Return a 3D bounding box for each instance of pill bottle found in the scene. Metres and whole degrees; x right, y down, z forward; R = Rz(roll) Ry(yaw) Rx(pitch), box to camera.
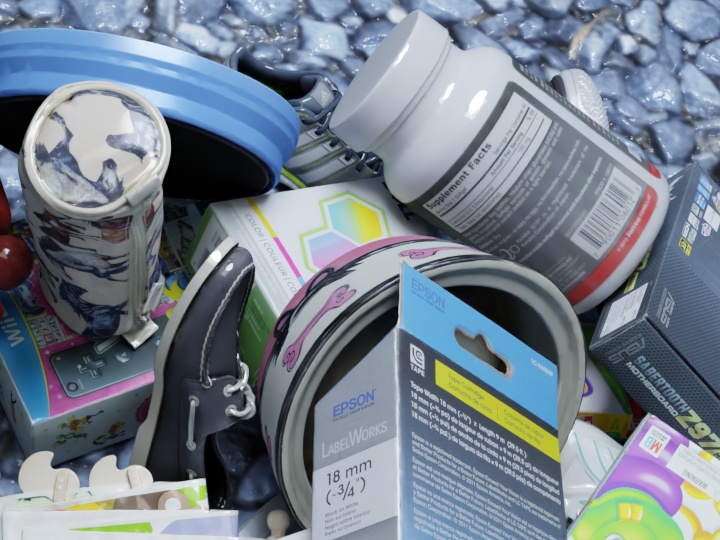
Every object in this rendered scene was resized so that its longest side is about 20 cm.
[{"bbox_3d":[0.087,-0.070,1.004,0.200,0.116,0.116,36,54,-12],"label":"pill bottle"}]

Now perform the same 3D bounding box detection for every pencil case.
[{"bbox_3d":[-0.146,-0.029,0.896,0.089,0.200,0.078,37,67,8],"label":"pencil case"}]

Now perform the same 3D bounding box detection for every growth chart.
[{"bbox_3d":[-0.135,0.180,0.903,0.200,0.018,0.145,6,73,7],"label":"growth chart"}]

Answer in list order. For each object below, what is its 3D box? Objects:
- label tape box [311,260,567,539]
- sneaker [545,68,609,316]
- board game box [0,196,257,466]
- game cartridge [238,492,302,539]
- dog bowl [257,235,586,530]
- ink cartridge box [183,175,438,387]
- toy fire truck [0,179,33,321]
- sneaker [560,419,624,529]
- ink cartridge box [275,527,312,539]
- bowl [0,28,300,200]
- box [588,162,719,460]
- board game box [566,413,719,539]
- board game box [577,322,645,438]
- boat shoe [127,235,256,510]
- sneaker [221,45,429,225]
[{"bbox_3d":[0.044,0.117,0.827,0.144,0.063,0.200,34,42,-37],"label":"label tape box"},{"bbox_3d":[0.131,-0.044,1.124,0.114,0.075,0.200,-11,69,-2],"label":"sneaker"},{"bbox_3d":[-0.146,0.024,1.021,0.200,0.064,0.148,-20,62,-23],"label":"board game box"},{"bbox_3d":[-0.014,0.192,0.953,0.200,0.041,0.133,-36,73,-30],"label":"game cartridge"},{"bbox_3d":[0.029,0.068,0.918,0.200,0.200,0.074,-17,32,-22],"label":"dog bowl"},{"bbox_3d":[0.000,0.000,1.005,0.200,0.059,0.104,-10,56,-36],"label":"ink cartridge box"},{"bbox_3d":[-0.287,-0.010,0.950,0.168,0.112,0.200,-26,63,3],"label":"toy fire truck"},{"bbox_3d":[0.149,0.148,0.997,0.200,0.070,0.080,18,58,-1],"label":"sneaker"},{"bbox_3d":[-0.075,0.231,0.830,0.200,0.083,0.147,-19,78,-1],"label":"ink cartridge box"},{"bbox_3d":[-0.137,-0.088,0.949,0.200,0.201,0.039,11,77,-4],"label":"bowl"},{"bbox_3d":[0.236,0.041,1.031,0.158,0.051,0.200,47,37,-11],"label":"box"},{"bbox_3d":[0.147,0.199,0.902,0.103,0.105,0.200,34,79,11],"label":"board game box"},{"bbox_3d":[0.091,0.067,1.049,0.200,0.030,0.096,7,36,-10],"label":"board game box"},{"bbox_3d":[-0.084,0.068,0.925,0.063,0.200,0.073,28,36,11],"label":"boat shoe"},{"bbox_3d":[-0.023,-0.092,1.113,0.200,0.081,0.074,22,55,3],"label":"sneaker"}]
